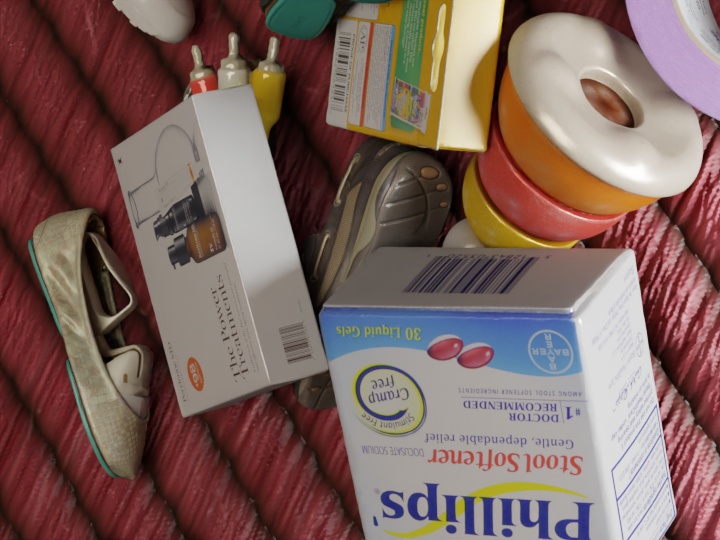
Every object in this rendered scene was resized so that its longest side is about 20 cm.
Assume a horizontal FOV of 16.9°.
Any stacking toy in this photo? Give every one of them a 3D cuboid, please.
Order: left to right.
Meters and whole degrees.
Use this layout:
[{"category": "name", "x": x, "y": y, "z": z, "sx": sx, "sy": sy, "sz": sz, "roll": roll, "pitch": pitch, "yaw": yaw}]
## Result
[{"category": "stacking toy", "x": 0.112, "y": -0.054, "z": 1.563, "sx": 0.146, "sy": 0.146, "sz": 0.200, "roll": 52, "pitch": 128, "yaw": 16}]

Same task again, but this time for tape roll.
[{"category": "tape roll", "x": 0.266, "y": -0.187, "z": 1.497, "sx": 0.199, "sy": 0.066, "sz": 0.202, "roll": 1, "pitch": 92, "yaw": 26}]

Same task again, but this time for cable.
[{"category": "cable", "x": -0.087, "y": -0.064, "z": 1.693, "sx": 0.097, "sy": 0.050, "sz": 0.202, "roll": -2, "pitch": 92, "yaw": 33}]

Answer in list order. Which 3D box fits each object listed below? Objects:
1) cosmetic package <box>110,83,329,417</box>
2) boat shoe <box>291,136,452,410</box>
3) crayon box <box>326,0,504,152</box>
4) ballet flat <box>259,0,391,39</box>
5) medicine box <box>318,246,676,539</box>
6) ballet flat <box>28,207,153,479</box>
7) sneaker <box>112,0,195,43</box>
[{"category": "cosmetic package", "x": -0.099, "y": -0.010, "z": 1.661, "sx": 0.151, "sy": 0.051, "sz": 0.201, "roll": -25, "pitch": 79, "yaw": 62}, {"category": "boat shoe", "x": 0.000, "y": 0.000, "z": 1.649, "sx": 0.073, "sy": 0.074, "sz": 0.201, "roll": 45, "pitch": 118, "yaw": 46}, {"category": "crayon box", "x": 0.040, "y": -0.145, "z": 1.559, "sx": 0.200, "sy": 0.051, "sz": 0.127, "roll": -157, "pitch": 73, "yaw": -68}, {"category": "ballet flat", "x": -0.020, "y": -0.202, "z": 1.570, "sx": 0.200, "sy": 0.068, "sz": 0.069, "roll": 170, "pitch": 115, "yaw": -68}, {"category": "medicine box", "x": 0.089, "y": 0.094, "z": 1.546, "sx": 0.181, "sy": 0.103, "sz": 0.201, "roll": 0, "pitch": 114, "yaw": 28}, {"category": "ballet flat", "x": -0.183, "y": 0.049, "z": 1.742, "sx": 0.062, "sy": 0.067, "sz": 0.201, "roll": -23, "pitch": 82, "yaw": 16}, {"category": "sneaker", "x": -0.156, "y": -0.258, "z": 1.711, "sx": 0.080, "sy": 0.076, "sz": 0.201, "roll": -26, "pitch": 82, "yaw": 16}]
